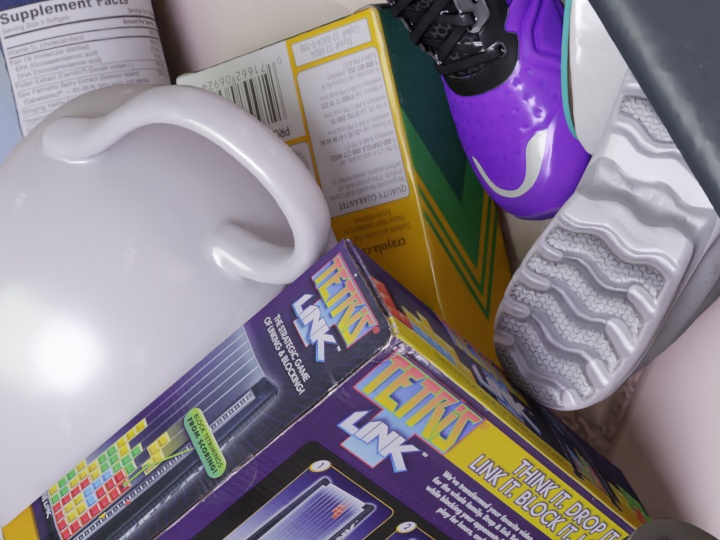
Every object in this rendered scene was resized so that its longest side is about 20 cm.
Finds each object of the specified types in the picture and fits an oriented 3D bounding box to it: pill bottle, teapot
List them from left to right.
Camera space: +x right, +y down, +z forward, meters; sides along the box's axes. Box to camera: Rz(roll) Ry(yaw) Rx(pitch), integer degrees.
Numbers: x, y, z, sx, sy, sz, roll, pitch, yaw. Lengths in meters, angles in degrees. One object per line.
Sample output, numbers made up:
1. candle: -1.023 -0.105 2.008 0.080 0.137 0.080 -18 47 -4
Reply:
1. pill bottle: -0.142 -0.085 1.047 0.111 0.112 0.201 -17 86 42
2. teapot: -0.064 0.029 0.889 0.145 0.200 0.199 22 96 20

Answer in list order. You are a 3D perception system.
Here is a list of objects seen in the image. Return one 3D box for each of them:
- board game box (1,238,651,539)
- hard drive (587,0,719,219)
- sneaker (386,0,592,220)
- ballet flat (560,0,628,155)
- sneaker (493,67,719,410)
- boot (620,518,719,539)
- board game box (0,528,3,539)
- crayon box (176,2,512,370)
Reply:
1. board game box: -0.003 0.100 0.846 0.165 0.200 0.057 -40 44 10
2. hard drive: 0.181 -0.051 0.767 0.139 0.033 0.201 -30 75 2
3. sneaker: 0.032 -0.114 0.891 0.069 0.099 0.201 -12 89 44
4. ballet flat: 0.114 -0.138 0.844 0.069 0.069 0.201 12 102 40
5. sneaker: 0.123 -0.039 0.845 0.075 0.082 0.200 43 103 15
6. boot: 0.078 0.199 0.742 0.200 0.072 0.183 -43 67 43
7. board game box: -0.157 0.103 1.027 0.034 0.199 0.135 74 170 -49
8. crayon box: 0.000 0.000 0.974 0.125 0.051 0.201 -14 88 44
